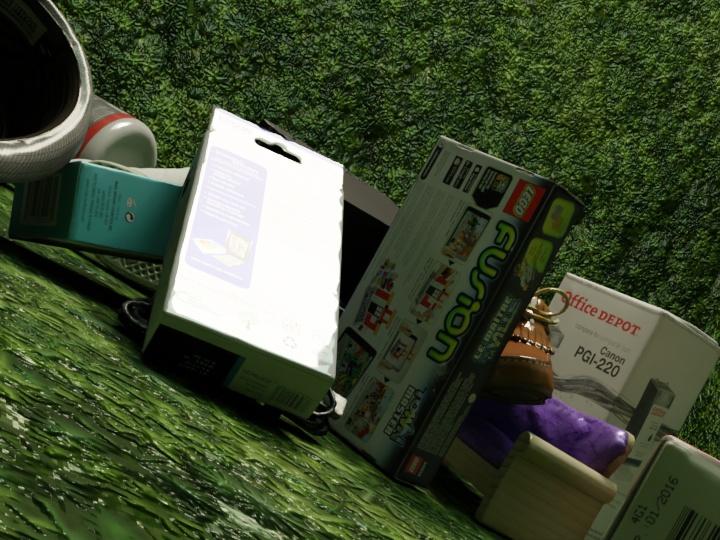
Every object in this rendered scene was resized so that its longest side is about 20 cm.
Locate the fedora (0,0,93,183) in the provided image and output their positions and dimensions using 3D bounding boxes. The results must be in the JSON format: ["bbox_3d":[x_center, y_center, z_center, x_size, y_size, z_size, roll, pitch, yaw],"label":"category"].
[{"bbox_3d":[-0.247,-0.109,0.594,0.178,0.090,0.200,59,29,2],"label":"fedora"}]

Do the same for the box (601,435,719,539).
[{"bbox_3d":[0.239,0.192,0.698,0.127,0.110,0.200,30,-1,25],"label":"box"}]

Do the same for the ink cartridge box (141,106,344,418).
[{"bbox_3d":[-0.061,-0.012,0.621,0.099,0.039,0.201,23,37,-16],"label":"ink cartridge box"}]

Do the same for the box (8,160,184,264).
[{"bbox_3d":[-0.121,-0.028,0.708,0.199,0.050,0.082,11,-4,-44],"label":"box"}]

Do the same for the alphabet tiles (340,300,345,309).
[{"bbox_3d":[0.048,0.081,1.041,0.199,0.006,0.167,31,-41,14],"label":"alphabet tiles"}]

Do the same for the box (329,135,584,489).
[{"bbox_3d":[0.046,0.023,0.676,0.035,0.201,0.110,28,2,-44],"label":"box"}]

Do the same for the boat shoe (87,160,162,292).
[{"bbox_3d":[-0.144,-0.012,0.830,0.199,0.075,0.062,34,-8,-1],"label":"boat shoe"}]

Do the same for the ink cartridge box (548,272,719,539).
[{"bbox_3d":[0.200,0.119,0.932,0.084,0.201,0.145,30,-1,-28],"label":"ink cartridge box"}]

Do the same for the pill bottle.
[{"bbox_3d":[-0.317,-0.140,1.097,0.199,0.117,0.116,30,-1,22],"label":"pill bottle"}]

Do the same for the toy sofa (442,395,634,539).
[{"bbox_3d":[0.095,0.114,0.758,0.082,0.098,0.200,31,0,-23],"label":"toy sofa"}]

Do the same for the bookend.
[{"bbox_3d":[0.000,0.000,0.873,0.200,0.092,0.198,49,13,34],"label":"bookend"}]

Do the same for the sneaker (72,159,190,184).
[{"bbox_3d":[-0.202,-0.058,0.954,0.198,0.071,0.080,5,9,9],"label":"sneaker"}]

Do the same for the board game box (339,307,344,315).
[{"bbox_3d":[-0.048,0.052,0.978,0.199,0.062,0.200,30,-1,-2],"label":"board game box"}]

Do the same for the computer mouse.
[{"bbox_3d":[-0.072,0.038,0.678,0.138,0.053,0.200,30,-1,-5],"label":"computer mouse"}]

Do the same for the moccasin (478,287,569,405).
[{"bbox_3d":[0.105,0.044,0.747,0.073,0.079,0.201,10,9,9],"label":"moccasin"}]
